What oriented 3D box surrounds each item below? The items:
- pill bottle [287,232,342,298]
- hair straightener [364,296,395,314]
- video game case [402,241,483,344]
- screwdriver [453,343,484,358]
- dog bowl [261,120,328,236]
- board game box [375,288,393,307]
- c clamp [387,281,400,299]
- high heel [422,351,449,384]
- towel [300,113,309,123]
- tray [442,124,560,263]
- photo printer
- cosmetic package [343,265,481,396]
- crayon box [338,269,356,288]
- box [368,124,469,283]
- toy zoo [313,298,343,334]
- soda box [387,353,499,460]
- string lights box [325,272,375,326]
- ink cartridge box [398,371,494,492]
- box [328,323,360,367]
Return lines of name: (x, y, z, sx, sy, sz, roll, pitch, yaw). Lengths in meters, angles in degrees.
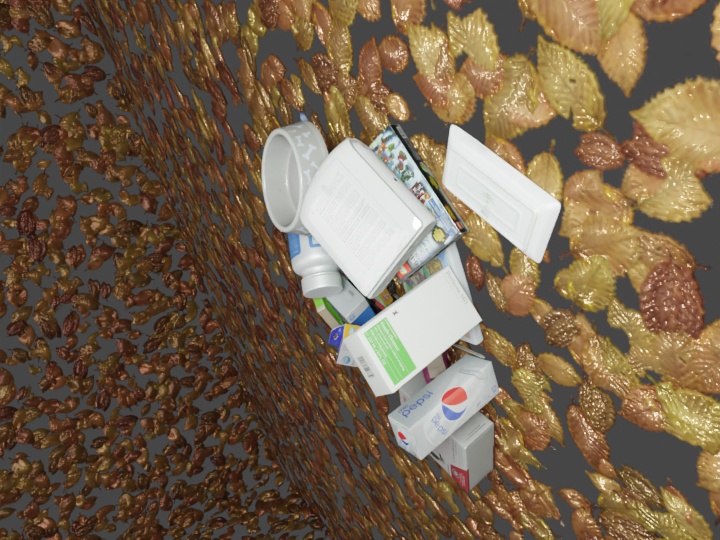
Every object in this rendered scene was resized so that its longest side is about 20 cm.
pill bottle: (-0.089, -0.055, 1.161, 0.112, 0.108, 0.207, 136, 128, -65)
hair straightener: (0.041, 0.087, 1.231, 0.199, 0.040, 0.079, 27, 139, 58)
video game case: (0.126, 0.021, 1.025, 0.180, 0.022, 0.206, 14, 128, 59)
screwdriver: (0.159, 0.133, 1.085, 0.197, 0.028, 0.029, 21, 165, 47)
dog bowl: (-0.121, -0.162, 1.044, 0.198, 0.057, 0.208, 22, 116, 55)
board game box: (0.000, 0.000, 1.092, 0.095, 0.030, 0.200, 37, 173, 28)
c clamp: (0.027, -0.008, 1.111, 0.169, 0.027, 0.201, 38, 170, 32)
high heel: (0.127, 0.132, 1.066, 0.096, 0.066, 0.205, -126, 14, -73)
towel: (-0.062, -0.173, 1.081, 0.147, 0.023, 0.205, 62, -174, -69)
tray: (0.178, -0.103, 0.792, 0.200, 0.022, 0.109, 47, 153, 31)
photo printer: (0.000, -0.086, 0.896, 0.201, 0.069, 0.168, 47, 119, 15)
cosmetic package: (0.083, 0.095, 0.922, 0.109, 0.198, 0.085, 55, 157, 2)
crayon box: (-0.066, -0.061, 1.285, 0.202, 0.051, 0.127, 53, 155, 17)
box: (0.062, -0.104, 0.919, 0.136, 0.040, 0.203, -39, 79, 33)
toy zoo: (-0.089, 0.038, 1.288, 0.132, 0.020, 0.204, 57, -171, -54)
soda box: (0.144, 0.226, 0.989, 0.068, 0.197, 0.065, 11, 127, 58)
string lights box: (-0.002, 0.103, 1.242, 0.103, 0.059, 0.202, 42, 169, 41)
ink cartridge box: (0.171, 0.315, 1.172, 0.199, 0.082, 0.150, 36, 146, 43)
box: (0.031, 0.162, 1.184, 0.120, 0.192, 0.043, 106, 171, -57)
